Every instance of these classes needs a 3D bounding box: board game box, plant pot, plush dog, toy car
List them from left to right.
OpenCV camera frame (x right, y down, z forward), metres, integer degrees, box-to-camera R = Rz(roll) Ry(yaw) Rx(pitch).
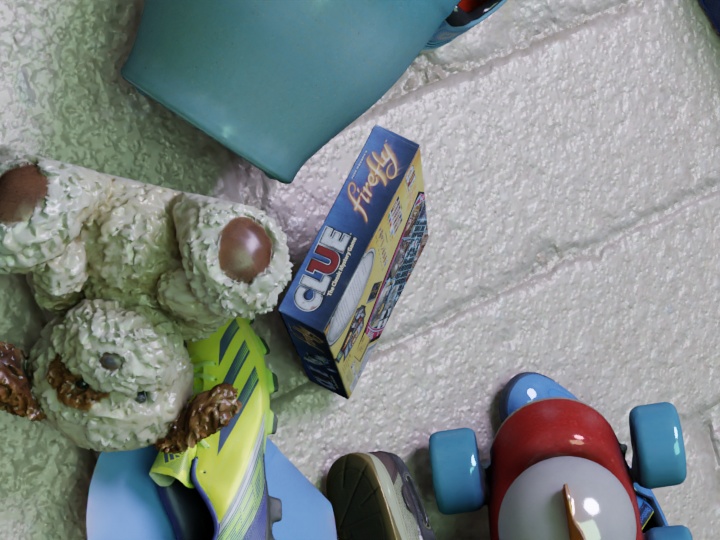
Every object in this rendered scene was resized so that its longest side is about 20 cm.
[{"bbox_3d":[-0.154,0.029,1.106,0.198,0.160,0.174,13,90,-7],"label":"plush dog"},{"bbox_3d":[-0.106,0.180,1.190,0.200,0.039,0.158,47,50,-14],"label":"board game box"},{"bbox_3d":[-0.054,-0.169,1.132,0.199,0.200,0.189,33,91,-26],"label":"plant pot"},{"bbox_3d":[0.000,0.000,1.167,0.034,0.200,0.136,25,77,10],"label":"board game box"},{"bbox_3d":[0.144,0.191,1.208,0.182,0.200,0.179,-7,97,5],"label":"toy car"}]

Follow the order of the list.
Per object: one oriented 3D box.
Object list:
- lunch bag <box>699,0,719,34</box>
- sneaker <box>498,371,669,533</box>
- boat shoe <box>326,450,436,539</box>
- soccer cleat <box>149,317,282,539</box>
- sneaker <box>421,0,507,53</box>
[{"bbox_3d":[0.376,-0.217,1.393,0.132,0.136,0.201,-41,111,-21],"label":"lunch bag"},{"bbox_3d":[0.183,0.157,1.335,0.066,0.078,0.201,-43,109,-19],"label":"sneaker"},{"bbox_3d":[0.036,0.223,1.240,0.066,0.071,0.203,-9,77,-46],"label":"boat shoe"},{"bbox_3d":[-0.100,0.110,1.153,0.083,0.065,0.202,5,69,-30],"label":"soccer cleat"},{"bbox_3d":[0.109,-0.231,1.269,0.200,0.090,0.079,-48,113,-20],"label":"sneaker"}]
